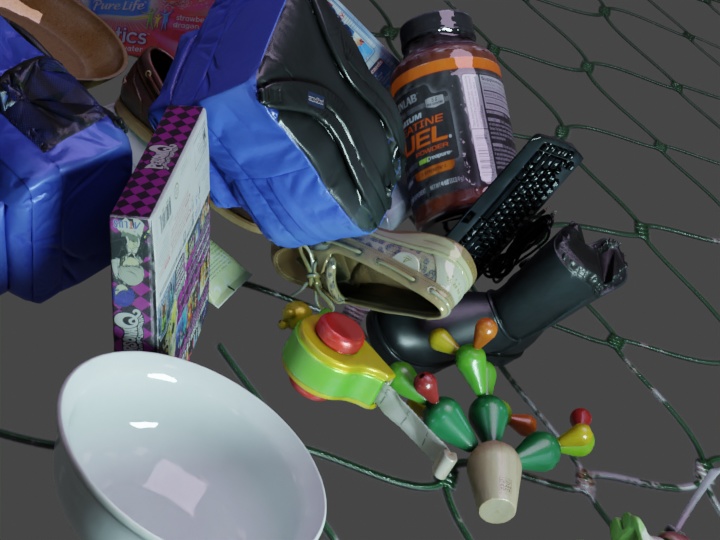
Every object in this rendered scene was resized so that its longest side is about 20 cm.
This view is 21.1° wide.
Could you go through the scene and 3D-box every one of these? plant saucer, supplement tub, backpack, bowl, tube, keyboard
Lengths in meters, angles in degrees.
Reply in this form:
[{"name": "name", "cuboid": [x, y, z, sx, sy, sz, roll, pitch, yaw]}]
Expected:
[{"name": "plant saucer", "cuboid": [-0.295, -0.202, 1.639, 0.199, 0.036, 0.201, 24, 25, -11]}, {"name": "supplement tub", "cuboid": [0.085, -0.135, 1.780, 0.106, 0.107, 0.202, 5, 67, -40]}, {"name": "backpack", "cuboid": [-0.285, -0.093, 1.454, 0.167, 0.163, 0.200, -27, 62, -33]}, {"name": "bowl", "cuboid": [-0.130, 0.154, 1.305, 0.200, 0.091, 0.202, 25, 28, -14]}, {"name": "tube", "cuboid": [-0.184, -0.042, 1.622, 0.199, 0.052, 0.058, 37, 69, 2]}, {"name": "backpack", "cuboid": [-0.062, -0.122, 1.606, 0.200, 0.167, 0.163, 48, 48, -33]}, {"name": "keyboard", "cuboid": [0.131, -0.033, 1.713, 0.104, 0.200, 0.040, 8, 41, -47]}]

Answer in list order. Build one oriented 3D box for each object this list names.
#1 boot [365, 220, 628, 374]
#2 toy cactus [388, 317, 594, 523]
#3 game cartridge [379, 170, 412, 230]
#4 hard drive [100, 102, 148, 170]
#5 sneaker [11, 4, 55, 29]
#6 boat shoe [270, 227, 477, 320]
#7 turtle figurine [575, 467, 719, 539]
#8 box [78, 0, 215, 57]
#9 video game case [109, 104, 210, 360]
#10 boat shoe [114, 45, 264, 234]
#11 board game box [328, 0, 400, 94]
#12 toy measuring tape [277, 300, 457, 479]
[{"name": "boot", "cuboid": [0.121, 0.020, 1.684, 0.199, 0.168, 0.077, 4, 56, -43]}, {"name": "toy cactus", "cuboid": [0.117, 0.133, 1.605, 0.199, 0.102, 0.166, 29, 36, -24]}, {"name": "game cartridge", "cuboid": [-0.031, -0.115, 1.769, 0.200, 0.040, 0.133, 46, 28, 1]}, {"name": "hard drive", "cuboid": [-0.171, -0.110, 1.762, 0.132, 0.026, 0.200, 39, 28, 13]}, {"name": "sneaker", "cuboid": [-0.318, -0.197, 1.732, 0.198, 0.075, 0.088, 13, 50, -19]}, {"name": "boat shoe", "cuboid": [0.000, 0.000, 1.648, 0.198, 0.074, 0.063, 4, 44, 33]}, {"name": "turtle figurine", "cuboid": [0.266, 0.210, 1.565, 0.192, 0.202, 0.143, 7, 2, -32]}, {"name": "box", "cuboid": [-0.232, -0.269, 1.823, 0.198, 0.103, 0.095, 4, 32, -16]}, {"name": "video game case", "cuboid": [-0.148, -0.002, 1.451, 0.035, 0.183, 0.200, 4, 28, 6]}, {"name": "boat shoe", "cuboid": [-0.136, -0.116, 1.706, 0.200, 0.071, 0.070, 42, 27, 15]}, {"name": "board game box", "cuboid": [-0.033, -0.224, 1.858, 0.200, 0.062, 0.200, 44, 2, 36]}, {"name": "toy measuring tape", "cuboid": [-0.006, 0.095, 1.551, 0.073, 0.074, 0.200, -5, 44, -49]}]
